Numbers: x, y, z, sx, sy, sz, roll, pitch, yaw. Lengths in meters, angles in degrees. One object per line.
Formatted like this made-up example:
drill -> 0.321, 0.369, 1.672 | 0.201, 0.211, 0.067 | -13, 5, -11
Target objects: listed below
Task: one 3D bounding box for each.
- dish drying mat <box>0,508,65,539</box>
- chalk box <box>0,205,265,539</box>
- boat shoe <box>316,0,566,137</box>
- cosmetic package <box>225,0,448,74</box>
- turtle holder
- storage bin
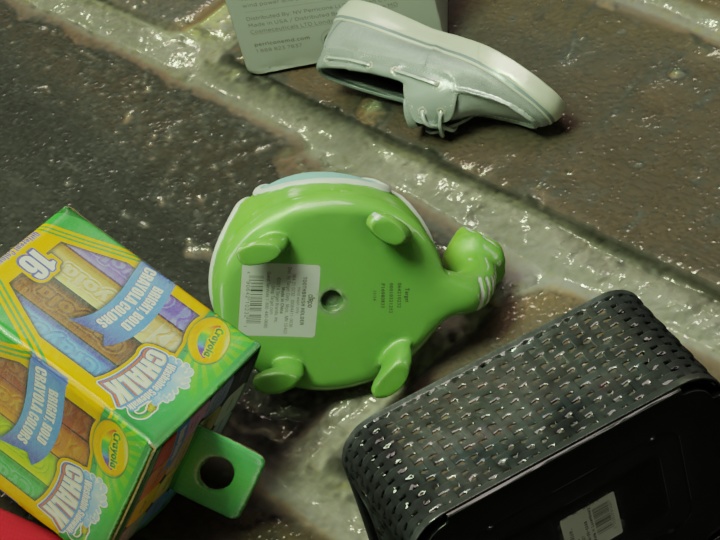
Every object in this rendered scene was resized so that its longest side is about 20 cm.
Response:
dish drying mat -> -0.186, 0.197, 1.330 | 0.199, 0.018, 0.077 | 20, 53, 24
chalk box -> -0.152, 0.083, 1.342 | 0.200, 0.125, 0.124 | 36, 41, 10
boat shoe -> 0.055, -0.133, 1.601 | 0.200, 0.070, 0.072 | 25, 81, 30
cosmetic package -> -0.024, -0.287, 1.710 | 0.164, 0.165, 0.201 | -7, 43, 11
turtle holder -> -0.008, -0.008, 1.425 | 0.185, 0.141, 0.132 | -26, 24, 4
storage bin -> 0.105, 0.120, 1.246 | 0.199, 0.136, 0.094 | -27, 42, -10
